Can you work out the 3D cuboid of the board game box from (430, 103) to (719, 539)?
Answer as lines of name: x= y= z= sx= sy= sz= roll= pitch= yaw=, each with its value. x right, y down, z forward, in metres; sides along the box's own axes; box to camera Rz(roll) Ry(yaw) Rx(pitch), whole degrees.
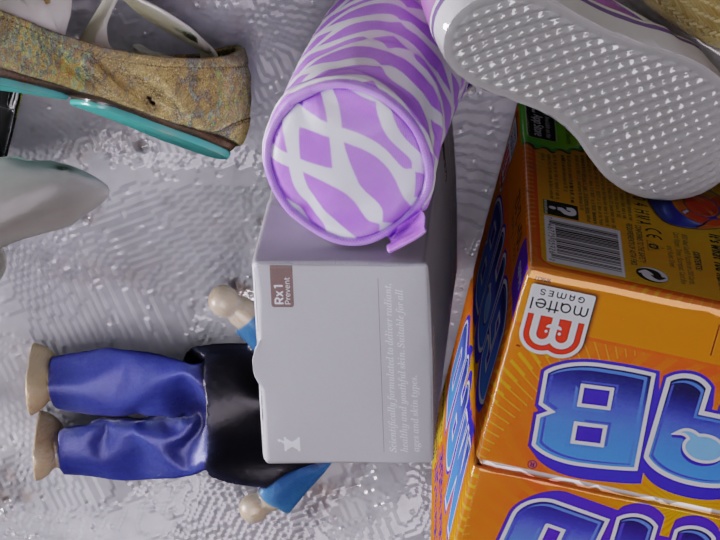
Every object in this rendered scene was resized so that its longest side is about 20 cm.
board game box: x=0.150 y=0.064 z=1.415 sx=0.199 sy=0.200 sz=0.201 roll=12 pitch=115 yaw=-4

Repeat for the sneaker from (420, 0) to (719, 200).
sneaker: x=0.098 y=-0.114 z=1.351 sx=0.073 sy=0.114 sz=0.200 roll=-44 pitch=131 yaw=17

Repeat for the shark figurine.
shark figurine: x=-0.225 y=0.019 z=1.442 sx=0.128 sy=0.090 sz=0.215 roll=24 pitch=127 yaw=-13

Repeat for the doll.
doll: x=-0.070 y=0.067 z=1.506 sx=0.199 sy=0.049 sz=0.137 roll=-1 pitch=116 yaw=2

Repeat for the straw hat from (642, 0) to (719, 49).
straw hat: x=0.196 y=-0.193 z=1.319 sx=0.200 sy=0.085 sz=0.202 roll=23 pitch=134 yaw=27

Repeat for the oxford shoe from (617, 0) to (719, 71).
oxford shoe: x=0.191 y=-0.098 z=1.409 sx=0.199 sy=0.075 sz=0.058 roll=30 pitch=115 yaw=-7

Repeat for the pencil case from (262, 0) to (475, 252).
pencil case: x=0.012 y=-0.084 z=1.355 sx=0.084 sy=0.200 sz=0.086 roll=-27 pitch=106 yaw=25

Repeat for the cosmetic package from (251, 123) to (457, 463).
cosmetic package: x=0.000 y=0.000 z=1.388 sx=0.090 sy=0.200 sz=0.107 roll=-1 pitch=118 yaw=3

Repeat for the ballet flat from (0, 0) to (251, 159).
ballet flat: x=-0.135 y=-0.105 z=1.390 sx=0.199 sy=0.071 sz=0.071 roll=14 pitch=118 yaw=-35

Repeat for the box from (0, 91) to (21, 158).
box: x=-0.248 y=-0.156 z=1.409 sx=0.199 sy=0.048 sz=0.194 roll=13 pitch=117 yaw=-6
